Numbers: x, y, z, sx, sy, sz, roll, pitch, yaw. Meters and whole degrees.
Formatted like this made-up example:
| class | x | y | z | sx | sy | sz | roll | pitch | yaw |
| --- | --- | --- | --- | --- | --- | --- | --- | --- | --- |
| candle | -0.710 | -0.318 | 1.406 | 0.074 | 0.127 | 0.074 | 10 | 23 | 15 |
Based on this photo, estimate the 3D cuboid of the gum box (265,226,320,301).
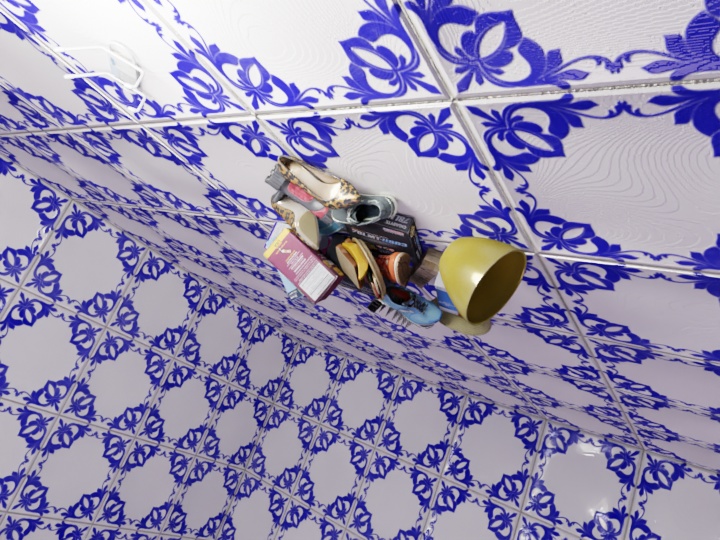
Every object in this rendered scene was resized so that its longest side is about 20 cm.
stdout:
| class | x | y | z | sx | sy | sz | roll | pitch | yaw |
| --- | --- | --- | --- | --- | --- | --- | --- | --- | --- |
| gum box | -0.187 | -0.029 | 1.635 | 0.168 | 0.203 | 0.044 | -26 | 178 | 39 |

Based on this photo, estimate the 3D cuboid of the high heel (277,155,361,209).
| class | x | y | z | sx | sy | sz | roll | pitch | yaw |
| --- | --- | --- | --- | --- | --- | --- | --- | --- | --- |
| high heel | -0.099 | -0.205 | 1.235 | 0.198 | 0.072 | 0.142 | 23 | 173 | 38 |

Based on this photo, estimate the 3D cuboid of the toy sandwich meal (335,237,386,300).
| class | x | y | z | sx | sy | sz | roll | pitch | yaw |
| --- | --- | --- | --- | --- | --- | --- | --- | --- | --- |
| toy sandwich meal | 0.000 | 0.000 | 1.461 | 0.208 | 0.069 | 0.206 | 62 | 172 | 15 |

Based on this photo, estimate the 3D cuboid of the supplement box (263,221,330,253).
| class | x | y | z | sx | sy | sz | roll | pitch | yaw |
| --- | --- | --- | --- | --- | --- | --- | --- | --- | --- |
| supplement box | -0.195 | -0.075 | 1.747 | 0.197 | 0.105 | 0.101 | 12 | 159 | 28 |

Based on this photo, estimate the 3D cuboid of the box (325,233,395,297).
| class | x | y | z | sx | sy | sz | roll | pitch | yaw |
| --- | --- | --- | --- | --- | --- | --- | --- | --- | --- |
| box | 0.006 | -0.007 | 1.674 | 0.197 | 0.106 | 0.183 | 18 | 164 | 17 |

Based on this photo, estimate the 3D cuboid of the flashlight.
| class | x | y | z | sx | sy | sz | roll | pitch | yaw |
| --- | --- | --- | --- | --- | --- | --- | --- | --- | --- |
| flashlight | -0.142 | -0.197 | 1.378 | 0.199 | 0.068 | 0.068 | 35 | 169 | -20 |

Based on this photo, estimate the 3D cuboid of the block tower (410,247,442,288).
| class | x | y | z | sx | sy | sz | roll | pitch | yaw |
| --- | --- | --- | --- | --- | --- | --- | --- | --- | --- |
| block tower | 0.182 | -0.005 | 1.530 | 0.057 | 0.055 | 0.200 | 24 | 163 | 0 |

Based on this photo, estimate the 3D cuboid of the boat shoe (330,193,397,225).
| class | x | y | z | sx | sy | sz | roll | pitch | yaw |
| --- | --- | --- | --- | --- | --- | --- | --- | --- | --- |
| boat shoe | -0.006 | -0.144 | 1.295 | 0.197 | 0.061 | 0.074 | 0 | 109 | 40 |

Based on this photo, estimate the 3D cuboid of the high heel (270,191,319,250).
| class | x | y | z | sx | sy | sz | roll | pitch | yaw |
| --- | --- | --- | --- | --- | --- | --- | --- | --- | --- |
| high heel | -0.179 | -0.134 | 1.495 | 0.203 | 0.071 | 0.142 | 62 | 154 | 0 |

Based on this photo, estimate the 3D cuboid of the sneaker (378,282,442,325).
| class | x | y | z | sx | sy | sz | roll | pitch | yaw |
| --- | --- | --- | --- | --- | --- | --- | --- | --- | --- |
| sneaker | 0.141 | 0.097 | 1.515 | 0.197 | 0.080 | 0.090 | 23 | 172 | -7 |

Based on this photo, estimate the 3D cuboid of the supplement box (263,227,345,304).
| class | x | y | z | sx | sy | sz | roll | pitch | yaw |
| --- | --- | --- | --- | --- | --- | --- | --- | --- | --- |
| supplement box | -0.153 | -0.015 | 1.504 | 0.200 | 0.103 | 0.131 | 43 | -173 | 5 |

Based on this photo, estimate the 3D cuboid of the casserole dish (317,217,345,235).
| class | x | y | z | sx | sy | sz | roll | pitch | yaw |
| --- | --- | --- | --- | --- | --- | --- | --- | --- | --- |
| casserole dish | -0.104 | -0.145 | 1.521 | 0.120 | 0.039 | 0.199 | 31 | 163 | -20 |

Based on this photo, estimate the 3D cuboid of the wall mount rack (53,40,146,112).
| class | x | y | z | sx | sy | sz | roll | pitch | yaw |
| --- | --- | --- | --- | --- | --- | --- | --- | --- | --- |
| wall mount rack | -0.563 | -0.436 | 1.193 | 0.172 | 0.076 | 0.200 | 28 | 162 | -13 |

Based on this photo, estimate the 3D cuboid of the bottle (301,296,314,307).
| class | x | y | z | sx | sy | sz | roll | pitch | yaw |
| --- | --- | --- | --- | --- | --- | --- | --- | --- | --- |
| bottle | -0.134 | 0.019 | 1.776 | 0.082 | 0.203 | 0.065 | 13 | 162 | 33 |

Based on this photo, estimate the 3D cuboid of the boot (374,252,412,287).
| class | x | y | z | sx | sy | sz | roll | pitch | yaw |
| --- | --- | --- | --- | --- | --- | --- | --- | --- | --- |
| boot | 0.080 | -0.010 | 1.462 | 0.106 | 0.076 | 0.200 | 23 | 169 | 12 |

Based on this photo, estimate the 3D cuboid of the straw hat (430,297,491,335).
| class | x | y | z | sx | sy | sz | roll | pitch | yaw |
| --- | --- | --- | --- | --- | --- | --- | --- | --- | --- |
| straw hat | 0.310 | 0.099 | 1.605 | 0.198 | 0.202 | 0.086 | 21 | 121 | 9 |

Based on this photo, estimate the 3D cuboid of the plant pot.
| class | x | y | z | sx | sy | sz | roll | pitch | yaw |
| --- | --- | --- | --- | --- | --- | --- | --- | --- | --- |
| plant pot | 0.266 | 0.002 | 1.255 | 0.142 | 0.200 | 0.200 | 42 | 177 | 36 |

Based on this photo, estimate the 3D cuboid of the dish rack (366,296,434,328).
| class | x | y | z | sx | sy | sz | roll | pitch | yaw |
| --- | --- | --- | --- | --- | --- | --- | --- | --- | --- |
| dish rack | 0.125 | 0.128 | 1.631 | 0.198 | 0.055 | 0.154 | 31 | 164 | -1 |

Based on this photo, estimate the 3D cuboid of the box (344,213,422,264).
| class | x | y | z | sx | sy | sz | roll | pitch | yaw |
| --- | --- | --- | --- | --- | --- | --- | --- | --- | --- |
| box | 0.058 | -0.098 | 1.428 | 0.197 | 0.050 | 0.199 | 17 | 163 | 19 |

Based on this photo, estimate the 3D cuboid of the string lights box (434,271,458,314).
| class | x | y | z | sx | sy | sz | roll | pitch | yaw |
| --- | --- | --- | --- | --- | --- | --- | --- | --- | --- |
| string lights box | 0.250 | 0.036 | 1.475 | 0.058 | 0.104 | 0.200 | 16 | 162 | 19 |
